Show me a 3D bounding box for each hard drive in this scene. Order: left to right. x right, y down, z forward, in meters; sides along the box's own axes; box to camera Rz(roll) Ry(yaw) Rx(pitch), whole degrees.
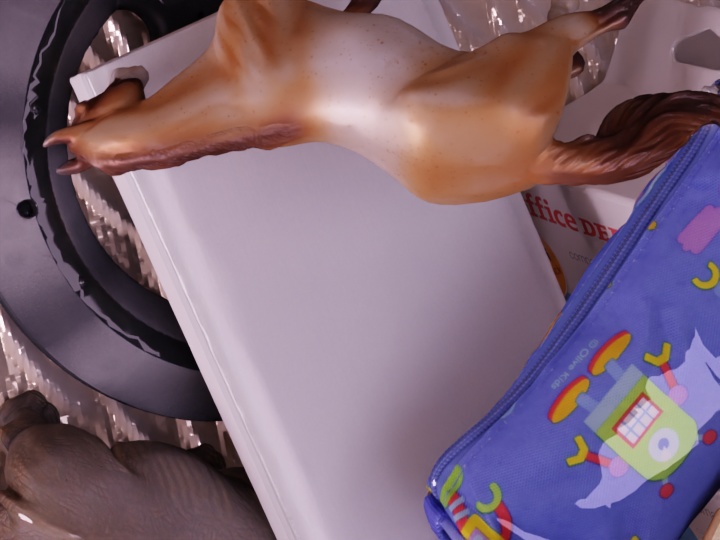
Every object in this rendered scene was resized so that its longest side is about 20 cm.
[{"bbox_3d":[0.000,0.000,0.736,0.131,0.027,0.201,-27,99,-24],"label":"hard drive"}]

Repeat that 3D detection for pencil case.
[{"bbox_3d":[0.099,0.025,0.696,0.087,0.078,0.200,36,90,-13],"label":"pencil case"}]

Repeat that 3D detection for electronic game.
[{"bbox_3d":[-0.048,-0.047,0.759,0.199,0.042,0.202,-2,94,-28],"label":"electronic game"}]

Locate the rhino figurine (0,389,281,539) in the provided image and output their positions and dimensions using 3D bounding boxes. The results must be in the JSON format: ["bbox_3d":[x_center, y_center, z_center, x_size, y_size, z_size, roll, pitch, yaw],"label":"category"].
[{"bbox_3d":[-0.053,0.096,0.762,0.199,0.087,0.060,18,93,-30],"label":"rhino figurine"}]

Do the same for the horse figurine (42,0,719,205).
[{"bbox_3d":[0.017,-0.064,0.660,0.050,0.199,0.133,87,27,-47],"label":"horse figurine"}]

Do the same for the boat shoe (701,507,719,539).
[{"bbox_3d":[0.180,0.054,0.694,0.200,0.072,0.072,-50,162,-8],"label":"boat shoe"}]

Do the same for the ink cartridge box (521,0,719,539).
[{"bbox_3d":[0.149,-0.002,0.828,0.125,0.128,0.201,-32,113,-18],"label":"ink cartridge box"}]
